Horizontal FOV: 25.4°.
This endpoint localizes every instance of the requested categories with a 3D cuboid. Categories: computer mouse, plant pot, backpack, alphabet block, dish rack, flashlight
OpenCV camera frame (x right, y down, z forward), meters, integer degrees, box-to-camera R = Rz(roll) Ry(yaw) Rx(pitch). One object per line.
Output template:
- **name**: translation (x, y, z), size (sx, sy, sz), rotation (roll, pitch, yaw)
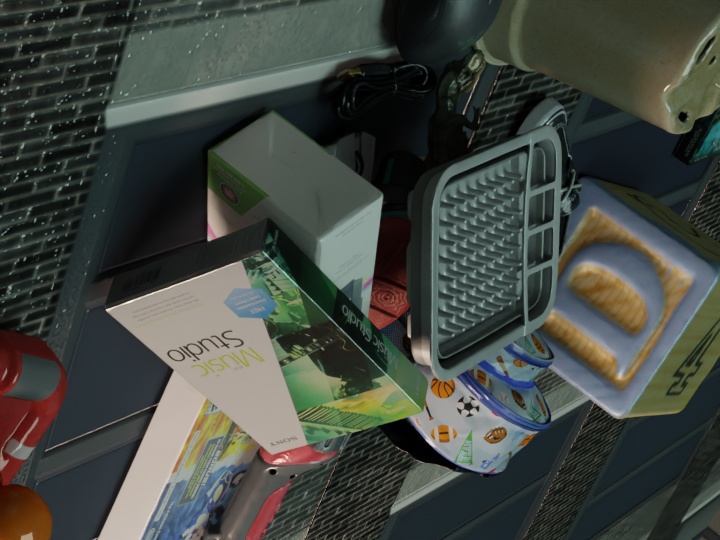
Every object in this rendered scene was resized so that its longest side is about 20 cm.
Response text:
- **computer mouse**: translation (-0.011, -0.073, 1.261), size (0.110, 0.044, 0.200), rotation (-17, 138, -53)
- **plant pot**: translation (0.222, -0.212, 1.312), size (0.200, 0.183, 0.201), rotation (-39, 152, -25)
- **backpack**: translation (0.089, 0.089, 1.451), size (0.154, 0.191, 0.200), rotation (-41, 159, 23)
- **computer mouse**: translation (0.079, -0.233, 1.180), size (0.138, 0.053, 0.200), rotation (-28, 142, -45)
- **alphabet block**: translation (0.298, 0.032, 1.760), size (0.197, 0.195, 0.200), rotation (-57, 156, 14)
- **dish rack**: translation (0.093, -0.019, 1.254), size (0.200, 0.043, 0.172), rotation (-26, 122, -52)
- **flashlight**: translation (-0.074, 0.192, 1.373), size (0.068, 0.068, 0.200), rotation (-9, 130, -61)

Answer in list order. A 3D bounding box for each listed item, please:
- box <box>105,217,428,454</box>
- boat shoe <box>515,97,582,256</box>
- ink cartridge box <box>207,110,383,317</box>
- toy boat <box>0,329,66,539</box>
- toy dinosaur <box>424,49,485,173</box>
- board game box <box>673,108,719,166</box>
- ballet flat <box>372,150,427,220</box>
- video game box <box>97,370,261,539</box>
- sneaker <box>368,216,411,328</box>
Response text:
- **box**: translation (-0.064, 0.054, 1.145), size (0.200, 0.144, 0.036), rotation (45, 40, -36)
- **boat shoe**: translation (0.184, -0.083, 1.554), size (0.072, 0.068, 0.200), rotation (-38, 151, -29)
- **ink cartridge box**: translation (-0.053, -0.006, 1.191), size (0.067, 0.117, 0.200), rotation (-37, 153, -30)
- **toy boat**: translation (-0.251, 0.141, 1.028), size (0.200, 0.131, 0.130), rotation (-55, 155, 6)
- **toy dinosaur**: translation (0.075, -0.075, 1.287), size (0.088, 0.047, 0.201), rotation (4, 93, -64)
- **board game box**: translation (0.459, -0.203, 1.917), size (0.200, 0.028, 0.135), rotation (-20, 141, -49)
- **ballet flat**: translation (0.061, -0.060, 1.375), size (0.073, 0.073, 0.200), rotation (-54, 155, 4)
- **video game box**: translation (-0.123, 0.157, 1.374), size (0.182, 0.047, 0.200), rotation (-15, 136, -56)
- **sneaker**: translation (0.000, 0.000, 1.317), size (0.200, 0.078, 0.116), rotation (-55, -165, 43)
